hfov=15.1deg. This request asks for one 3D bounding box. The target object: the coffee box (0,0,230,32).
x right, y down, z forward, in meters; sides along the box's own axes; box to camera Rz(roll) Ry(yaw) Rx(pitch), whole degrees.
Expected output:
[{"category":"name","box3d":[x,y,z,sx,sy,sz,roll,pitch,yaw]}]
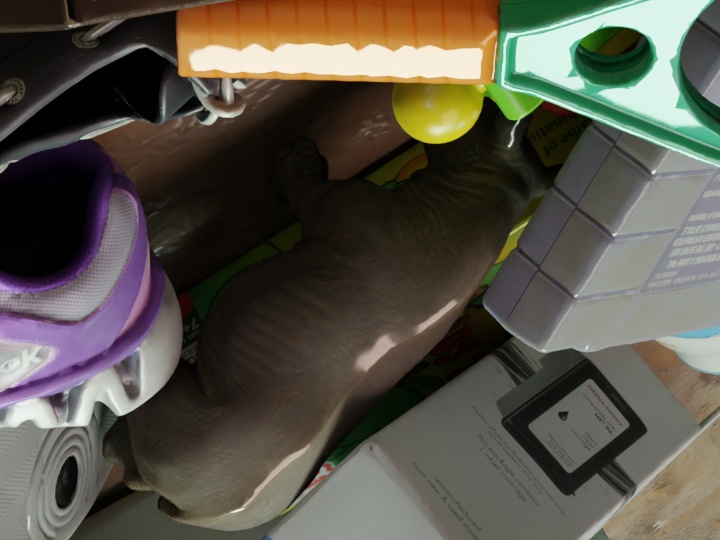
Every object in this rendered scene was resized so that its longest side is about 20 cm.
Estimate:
[{"category":"coffee box","box3d":[-0.007,-0.105,0.594,0.199,0.080,0.114,-13,-170,-30]}]

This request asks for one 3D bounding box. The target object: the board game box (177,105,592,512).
[{"category":"board game box","box3d":[0.028,0.001,0.920,0.199,0.048,0.102,-33,154,6]}]

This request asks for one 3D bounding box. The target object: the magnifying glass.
[{"category":"magnifying glass","box3d":[0.054,-0.056,0.669,0.198,0.022,0.080,3,138,1]}]

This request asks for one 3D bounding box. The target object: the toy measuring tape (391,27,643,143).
[{"category":"toy measuring tape","box3d":[0.080,-0.106,0.781,0.200,0.074,0.074,-43,158,-15]}]

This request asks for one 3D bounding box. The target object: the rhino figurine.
[{"category":"rhino figurine","box3d":[0.000,0.000,0.824,0.200,0.087,0.060,-45,125,0]}]

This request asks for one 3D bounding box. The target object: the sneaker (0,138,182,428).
[{"category":"sneaker","box3d":[-0.139,0.015,0.746,0.199,0.081,0.089,-24,149,-25]}]

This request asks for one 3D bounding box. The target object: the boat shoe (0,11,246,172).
[{"category":"boat shoe","box3d":[-0.055,-0.054,0.714,0.199,0.063,0.073,-22,154,-16]}]

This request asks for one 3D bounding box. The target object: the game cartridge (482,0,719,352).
[{"category":"game cartridge","box3d":[0.118,-0.038,0.819,0.130,0.038,0.200,-55,157,22]}]

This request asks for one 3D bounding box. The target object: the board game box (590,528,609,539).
[{"category":"board game box","box3d":[0.078,0.138,1.106,0.064,0.148,0.200,-28,155,1]}]

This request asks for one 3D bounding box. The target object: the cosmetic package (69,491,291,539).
[{"category":"cosmetic package","box3d":[-0.070,0.194,1.032,0.199,0.166,0.165,-29,156,-2]}]

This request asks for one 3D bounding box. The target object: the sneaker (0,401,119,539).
[{"category":"sneaker","box3d":[-0.159,0.063,0.823,0.200,0.111,0.074,-46,141,-54]}]

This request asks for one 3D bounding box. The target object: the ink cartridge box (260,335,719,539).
[{"category":"ink cartridge box","box3d":[0.035,0.080,0.896,0.116,0.068,0.200,-45,172,31]}]

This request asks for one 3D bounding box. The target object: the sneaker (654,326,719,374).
[{"category":"sneaker","box3d":[0.181,-0.035,0.985,0.200,0.077,0.081,-39,151,14]}]
